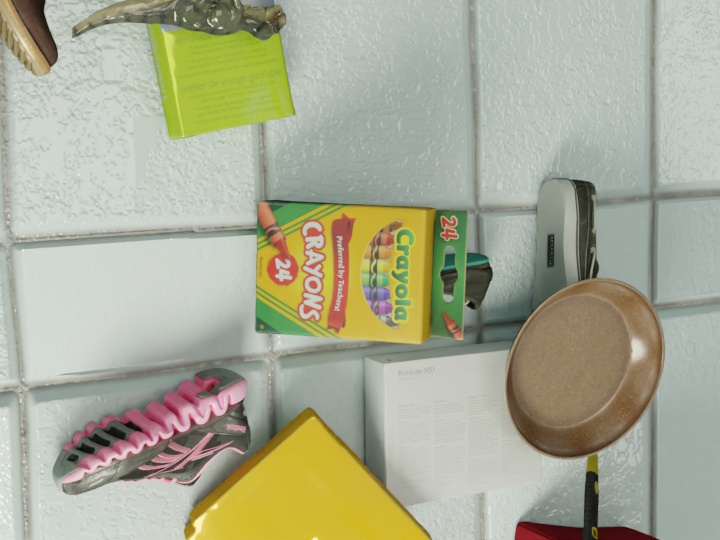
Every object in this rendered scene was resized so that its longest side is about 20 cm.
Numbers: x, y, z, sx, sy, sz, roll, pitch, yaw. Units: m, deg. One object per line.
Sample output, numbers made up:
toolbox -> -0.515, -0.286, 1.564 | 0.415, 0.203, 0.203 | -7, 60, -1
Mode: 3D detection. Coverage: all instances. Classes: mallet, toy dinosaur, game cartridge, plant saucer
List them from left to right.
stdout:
toy dinosaur -> -0.153, -0.247, 1.071 | 0.198, 0.047, 0.089 | -4, 103, -22
game cartridge -> -0.052, 0.260, 1.210 | 0.176, 0.032, 0.200 | -41, 111, 0
plant saucer -> 0.232, 0.101, 1.299 | 0.198, 0.037, 0.203 | -7, 109, -21
mallet -> 0.247, 0.212, 1.332 | 0.066, 0.041, 0.201 | 45, 36, -18

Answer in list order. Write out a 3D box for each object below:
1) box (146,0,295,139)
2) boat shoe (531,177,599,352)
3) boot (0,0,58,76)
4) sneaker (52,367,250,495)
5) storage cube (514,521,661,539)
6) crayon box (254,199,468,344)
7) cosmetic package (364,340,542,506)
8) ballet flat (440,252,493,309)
box -> -0.137, -0.232, 1.130 | 0.121, 0.048, 0.202 | -15, 101, -27
boat shoe -> 0.233, 0.000, 1.342 | 0.063, 0.071, 0.203 | 1, 93, -27
boot -> -0.252, -0.284, 1.028 | 0.165, 0.072, 0.202 | -28, 103, -20
sneaker -> -0.186, 0.171, 1.138 | 0.198, 0.079, 0.096 | -23, 117, -23
storage cube -> 0.275, 0.384, 1.342 | 0.169, 0.179, 0.203 | 8, 90, -28
crayon box -> 0.000, 0.000, 1.158 | 0.198, 0.051, 0.129 | 2, 95, 15
cosmetic package -> 0.101, 0.159, 1.297 | 0.198, 0.052, 0.153 | -4, 99, -28
ballet flat -> 0.051, 0.017, 1.249 | 0.198, 0.068, 0.069 | 2, 103, -28
